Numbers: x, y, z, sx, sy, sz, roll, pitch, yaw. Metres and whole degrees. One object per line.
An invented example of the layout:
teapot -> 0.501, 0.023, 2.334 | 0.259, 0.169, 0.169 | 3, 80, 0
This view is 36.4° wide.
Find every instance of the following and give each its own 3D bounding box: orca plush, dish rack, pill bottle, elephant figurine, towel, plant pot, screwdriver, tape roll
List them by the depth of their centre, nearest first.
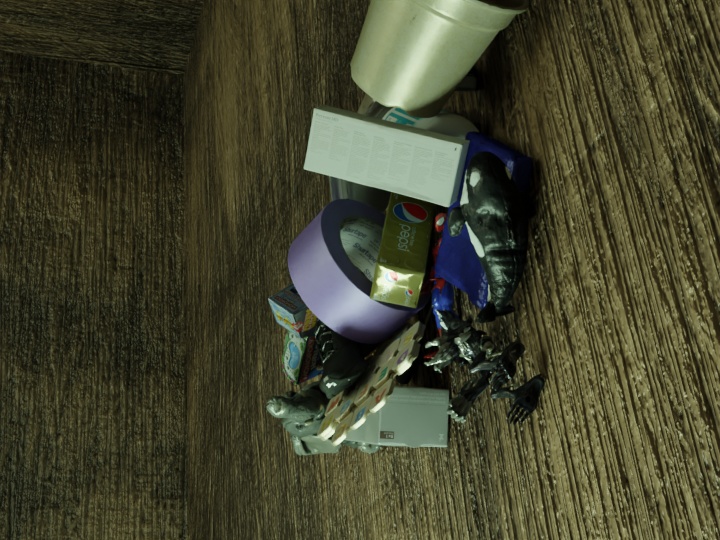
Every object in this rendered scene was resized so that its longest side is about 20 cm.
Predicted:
orca plush -> 0.155, -0.034, 1.271 | 0.071, 0.105, 0.201 | -117, 33, -76
plant pot -> 0.080, -0.304, 1.381 | 0.184, 0.200, 0.201 | -60, 28, 30
towel -> 0.159, -0.065, 1.384 | 0.148, 0.049, 0.201 | -136, 53, -58
pill bottle -> 0.088, -0.175, 1.520 | 0.200, 0.110, 0.111 | -135, 52, -67
tape roll -> 0.000, 0.000, 1.575 | 0.085, 0.200, 0.200 | -43, 40, 32
screwdriver -> 0.090, 0.086, 1.584 | 0.029, 0.028, 0.200 | -59, -9, -56
dish rack -> 0.016, -0.141, 1.667 | 0.172, 0.043, 0.200 | -53, -28, -33
elephant figurine -> -0.069, 0.226, 1.739 | 0.142, 0.199, 0.156 | -120, 33, -56

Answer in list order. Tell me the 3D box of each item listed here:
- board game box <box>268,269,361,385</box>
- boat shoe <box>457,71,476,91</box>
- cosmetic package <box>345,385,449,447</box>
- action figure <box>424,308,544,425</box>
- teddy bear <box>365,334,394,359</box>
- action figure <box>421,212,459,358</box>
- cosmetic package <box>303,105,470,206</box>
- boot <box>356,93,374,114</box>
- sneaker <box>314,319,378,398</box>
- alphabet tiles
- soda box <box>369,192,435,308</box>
board game box -> -0.075, 0.080, 1.818 | 0.062, 0.200, 0.201 | 31, 120, 31
boat shoe -> 0.112, -0.301, 1.538 | 0.200, 0.071, 0.091 | -138, 51, -70
cosmetic package -> 0.043, 0.207, 1.568 | 0.200, 0.106, 0.091 | 157, 117, -68
action figure -> 0.129, 0.114, 1.314 | 0.119, 0.102, 0.200 | 57, 166, -21
teddy bear -> 0.010, 0.090, 1.725 | 0.145, 0.067, 0.200 | -45, 34, 28
action figure -> 0.112, 0.020, 1.503 | 0.065, 0.051, 0.201 | 151, 124, -73
cosmetic package -> 0.033, -0.148, 1.400 | 0.051, 0.199, 0.083 | -38, -38, -65
boot -> 0.021, -0.266, 1.838 | 0.200, 0.070, 0.147 | 177, 103, -71
sneaker -> -0.033, 0.112, 1.558 | 0.076, 0.091, 0.200 | -42, 7, 21
alphabet tiles -> 0.014, 0.151, 1.501 | 0.200, 0.015, 0.196 | -44, 12, 28
soda box -> 0.062, -0.037, 1.528 | 0.200, 0.067, 0.064 | -77, -1, -52
